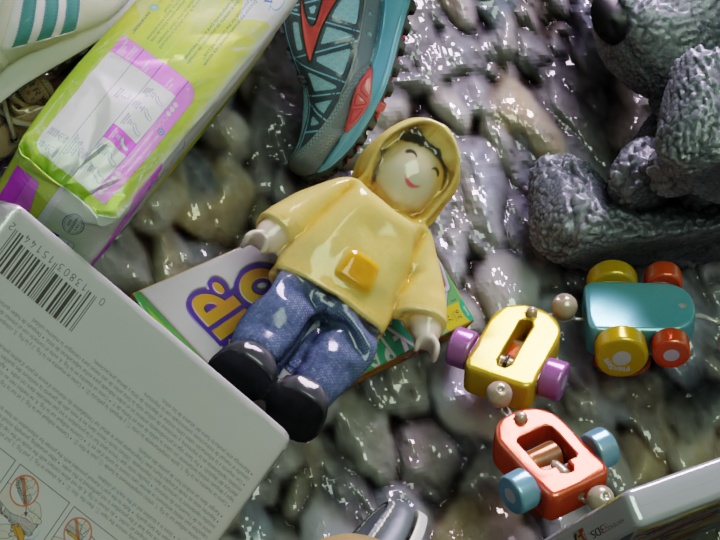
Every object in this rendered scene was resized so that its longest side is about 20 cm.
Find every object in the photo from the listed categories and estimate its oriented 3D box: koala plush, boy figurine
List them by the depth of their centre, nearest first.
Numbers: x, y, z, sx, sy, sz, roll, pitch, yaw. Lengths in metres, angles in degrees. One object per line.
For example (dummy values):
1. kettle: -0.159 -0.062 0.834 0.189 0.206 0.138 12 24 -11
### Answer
1. boy figurine: 0.000 0.000 1.426 0.124 0.064 0.200 36 60 -1
2. koala plush: 0.194 -0.119 1.542 0.183 0.177 0.201 3 65 -35

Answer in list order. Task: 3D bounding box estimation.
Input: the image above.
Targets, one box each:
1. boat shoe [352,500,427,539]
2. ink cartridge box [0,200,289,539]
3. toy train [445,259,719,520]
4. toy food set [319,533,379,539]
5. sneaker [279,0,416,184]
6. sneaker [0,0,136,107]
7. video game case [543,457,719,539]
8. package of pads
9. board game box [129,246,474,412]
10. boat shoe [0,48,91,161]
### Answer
1. boat shoe: -0.043 0.177 1.349 0.062 0.073 0.200 47 63 -1
2. ink cartridge box: -0.158 0.094 1.303 0.200 0.045 0.177 42 76 -26
3. toy train: 0.132 0.072 1.462 0.199 0.056 0.150 -27 51 -30
4. toy food set: -0.013 0.245 1.297 0.200 0.049 0.198 -49 118 -17
5. sneaker: -0.019 -0.151 1.485 0.095 0.079 0.201 16 93 -6
6. sneaker: -0.179 -0.154 1.354 0.070 0.094 0.200 30 52 24
7. video game case: 0.181 0.125 1.404 0.199 0.182 0.023 -16 76 -28
8. package of pads: -0.123 -0.079 1.384 0.068 0.155 0.200 38 57 -3
9. board game box: -0.040 0.027 1.448 0.199 0.030 0.096 -25 78 -28
10. boat shoe: -0.196 -0.099 1.403 0.071 0.064 0.200 54 53 -23
